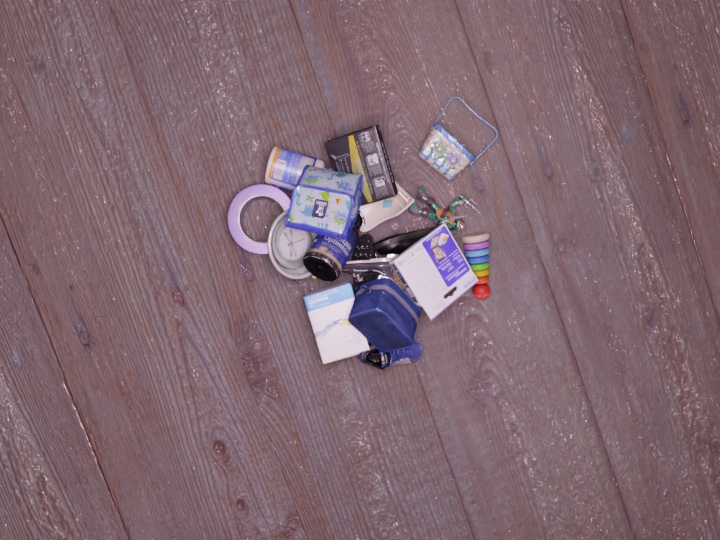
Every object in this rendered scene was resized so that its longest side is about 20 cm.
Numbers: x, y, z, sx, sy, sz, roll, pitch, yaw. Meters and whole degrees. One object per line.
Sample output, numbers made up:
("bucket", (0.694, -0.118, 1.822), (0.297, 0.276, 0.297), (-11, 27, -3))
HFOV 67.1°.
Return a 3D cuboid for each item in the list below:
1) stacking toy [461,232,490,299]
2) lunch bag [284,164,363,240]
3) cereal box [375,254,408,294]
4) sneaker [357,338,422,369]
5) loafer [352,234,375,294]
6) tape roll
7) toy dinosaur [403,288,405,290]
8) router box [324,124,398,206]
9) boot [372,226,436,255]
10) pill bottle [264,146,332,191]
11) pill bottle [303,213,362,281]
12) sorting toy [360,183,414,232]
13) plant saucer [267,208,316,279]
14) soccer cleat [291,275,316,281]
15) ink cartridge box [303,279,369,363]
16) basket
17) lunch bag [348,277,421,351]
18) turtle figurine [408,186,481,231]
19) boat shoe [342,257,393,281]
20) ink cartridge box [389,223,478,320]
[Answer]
("stacking toy", (0.364, -0.011, 1.656), (0.084, 0.085, 0.202), (-10, 98, -4))
("lunch bag", (-0.093, -0.173, 1.438), (0.168, 0.128, 0.201), (12, 52, 8))
("cereal box", (0.129, 0.015, 1.653), (0.143, 0.040, 0.202), (21, 90, -6))
("sneaker", (0.092, 0.257, 1.622), (0.197, 0.115, 0.082), (-5, 94, -4))
("loafer", (0.013, -0.007, 1.632), (0.067, 0.070, 0.203), (-1, 76, 18))
("tape roll", (-0.284, -0.148, 1.591), (0.197, 0.085, 0.203), (0, 93, -6))
("toy dinosaur", (0.060, 0.115, 1.623), (0.105, 0.061, 0.201), (6, 122, -35))
("router box", (0.003, -0.288, 1.524), (0.156, 0.052, 0.202), (-12, 106, 19))
("boot", (0.150, -0.033, 1.592), (0.209, 0.079, 0.160), (-13, 94, -6))
("pill bottle", (-0.169, -0.280, 1.581), (0.198, 0.112, 0.113), (16, 91, -6))
("pill bottle", (-0.071, -0.079, 1.516), (0.111, 0.112, 0.201), (30, 60, -5))
("sorting toy", (0.027, -0.216, 1.611), (0.180, 0.107, 0.200), (-44, 94, 6))
("plant saucer", (-0.184, -0.078, 1.533), (0.199, 0.050, 0.203), (-7, 101, -39))
("soccer cleat", (-0.124, -0.022, 1.618), (0.198, 0.065, 0.085), (-17, 89, 1))
("ink cartridge box", (-0.071, 0.148, 1.588), (0.143, 0.147, 0.202), (-17, 93, -4))
("basket", (0.281, -0.378, 1.599), (0.176, 0.139, 0.201), (37, 99, -4))
("lunch bag", (0.065, 0.112, 1.500), (0.200, 0.135, 0.133), (47, 44, -28))
("turtle figurine", (0.250, -0.168, 1.619), (0.198, 0.150, 0.101), (25, 131, 6))
("boat shoe", (0.000, 0.000, 1.558), (0.198, 0.073, 0.064), (-6, 92, 17))
("ink cartridge box", (0.211, 0.003, 1.541), (0.197, 0.043, 0.201), (-35, 98, -18))
